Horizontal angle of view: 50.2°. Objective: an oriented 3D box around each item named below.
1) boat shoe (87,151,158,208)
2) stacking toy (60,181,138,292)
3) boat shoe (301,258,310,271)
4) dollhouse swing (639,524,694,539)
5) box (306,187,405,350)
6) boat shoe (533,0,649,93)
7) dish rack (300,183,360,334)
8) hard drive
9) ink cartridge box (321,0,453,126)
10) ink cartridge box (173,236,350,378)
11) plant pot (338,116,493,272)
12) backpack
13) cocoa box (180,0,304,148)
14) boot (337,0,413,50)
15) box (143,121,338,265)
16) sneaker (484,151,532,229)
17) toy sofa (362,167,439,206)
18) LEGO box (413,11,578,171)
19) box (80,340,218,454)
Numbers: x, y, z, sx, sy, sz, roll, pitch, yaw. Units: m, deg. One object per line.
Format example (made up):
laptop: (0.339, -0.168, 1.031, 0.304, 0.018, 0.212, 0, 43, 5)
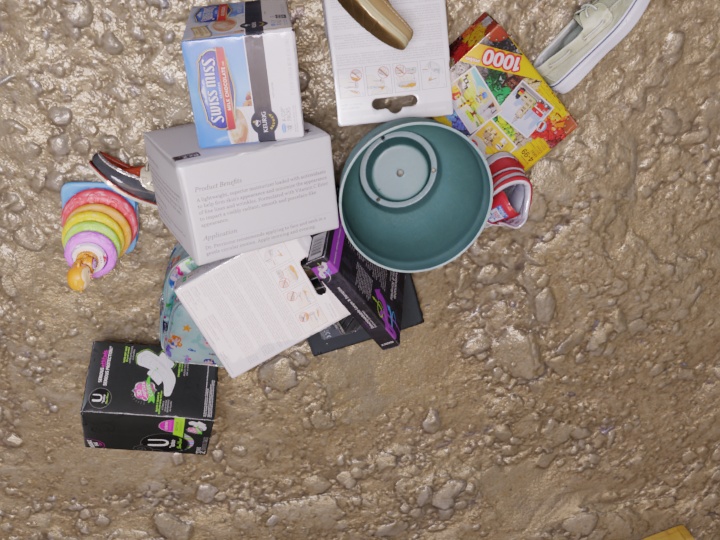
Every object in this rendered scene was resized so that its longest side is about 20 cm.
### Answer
boat shoe: (-0.289, -0.123, 1.103, 0.199, 0.071, 0.063, 27, 106, -25)
stacking toy: (-0.373, -0.034, 1.065, 0.109, 0.200, 0.117, 2, 120, -10)
boat shoe: (-0.131, -0.052, 1.144, 0.199, 0.075, 0.062, 18, 125, -43)
dollhouse swing: (0.656, 0.684, 1.672, 0.199, 0.176, 0.183, -23, 121, 4)
box: (0.000, 0.000, 1.103, 0.036, 0.144, 0.200, -21, 128, 27)
boat shoe: (0.324, -0.338, 1.068, 0.062, 0.072, 0.200, 27, 116, -25)
dish rack: (-0.032, -0.011, 1.146, 0.054, 0.154, 0.201, -19, 109, 31)
hard drive: (-0.004, 0.056, 1.276, 0.198, 0.033, 0.140, -17, 121, 2)
ink cartridge box: (0.036, -0.300, 1.020, 0.161, 0.050, 0.202, -7, 101, -5)
ink cartridge box: (-0.136, 0.038, 1.083, 0.199, 0.050, 0.162, -29, 113, -2)
plant pot: (0.062, -0.116, 1.029, 0.198, 0.134, 0.202, -4, 115, -8)
backpack: (-0.219, 0.046, 1.176, 0.176, 0.151, 0.202, 8, 115, -12)
cocoa box: (-0.146, -0.254, 0.969, 0.130, 0.200, 0.134, -7, 120, -5)
boot: (0.029, -0.390, 0.949, 0.155, 0.073, 0.200, -44, 89, -3)
box: (-0.160, -0.120, 1.013, 0.197, 0.200, 0.132, -16, 117, -22)
sneaker: (0.161, -0.070, 1.082, 0.071, 0.113, 0.200, 32, 108, -23)
toy sofa: (0.088, -0.127, 1.151, 0.198, 0.083, 0.098, 13, 113, -16)
LEGO box: (0.189, -0.238, 1.102, 0.149, 0.077, 0.200, -41, 118, 15)
box: (-0.336, 0.208, 1.237, 0.198, 0.125, 0.149, 7, 144, -12)
